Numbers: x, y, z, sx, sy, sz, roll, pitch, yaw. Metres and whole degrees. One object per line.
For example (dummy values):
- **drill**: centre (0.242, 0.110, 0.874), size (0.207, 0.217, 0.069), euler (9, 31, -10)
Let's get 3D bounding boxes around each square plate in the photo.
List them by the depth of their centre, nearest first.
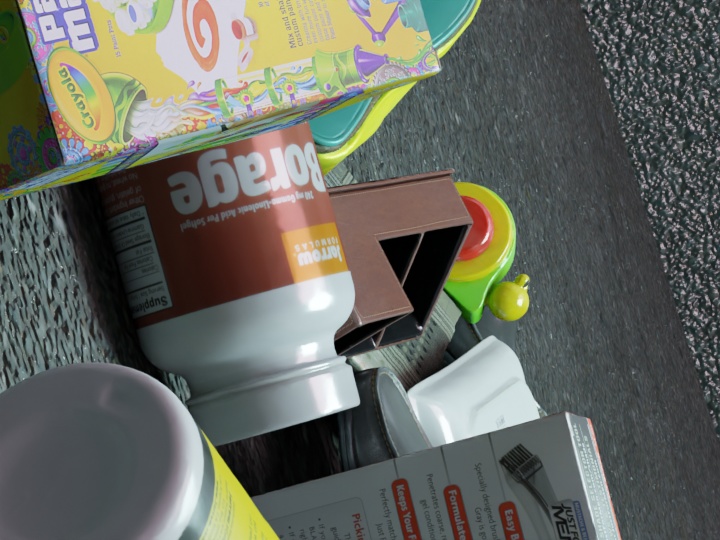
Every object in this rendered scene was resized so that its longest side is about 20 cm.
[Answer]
- **square plate**: centre (0.083, 0.146, 1.590), size (0.200, 0.028, 0.198), euler (-26, 105, -72)

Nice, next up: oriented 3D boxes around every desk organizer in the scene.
- **desk organizer**: centre (0.000, 0.000, 1.524), size (0.077, 0.072, 0.200), euler (62, 26, 7)

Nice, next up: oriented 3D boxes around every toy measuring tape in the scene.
- **toy measuring tape**: centre (0.037, -0.045, 1.756), size (0.200, 0.074, 0.074), euler (44, 6, 15)

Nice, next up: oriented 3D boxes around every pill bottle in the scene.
- **pill bottle**: centre (-0.083, 0.135, 1.124), size (0.200, 0.114, 0.114), euler (60, 19, -48)
- **pill bottle**: centre (-0.067, -0.018, 1.380), size (0.112, 0.112, 0.200), euler (-10, 84, -77)

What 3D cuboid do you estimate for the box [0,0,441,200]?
- **box**: centre (-0.099, -0.148, 1.172), size (0.193, 0.122, 0.200), euler (-16, 90, -34)

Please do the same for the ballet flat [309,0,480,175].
- **ballet flat**: centre (0.002, -0.118, 1.622), size (0.200, 0.067, 0.067), euler (-51, 175, -37)

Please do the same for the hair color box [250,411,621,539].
- **hair color box**: centre (0.028, 0.149, 1.380), size (0.064, 0.200, 0.111), euler (18, 57, -72)

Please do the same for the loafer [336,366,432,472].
- **loafer**: centre (0.049, 0.136, 1.445), size (0.073, 0.072, 0.200), euler (2, 62, -64)

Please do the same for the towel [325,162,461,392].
- **towel**: centre (-0.021, -0.003, 1.628), size (0.200, 0.035, 0.193), euler (50, 21, -11)

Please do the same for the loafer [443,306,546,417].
- **loafer**: centre (0.070, 0.034, 1.792), size (0.200, 0.072, 0.073), euler (51, -2, 43)

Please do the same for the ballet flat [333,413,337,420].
- **ballet flat**: centre (0.031, 0.105, 1.743), size (0.200, 0.068, 0.068), euler (54, 48, -52)
